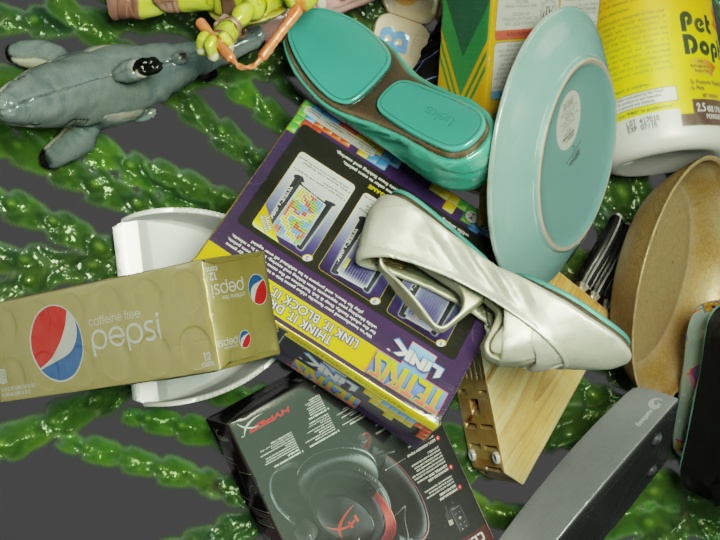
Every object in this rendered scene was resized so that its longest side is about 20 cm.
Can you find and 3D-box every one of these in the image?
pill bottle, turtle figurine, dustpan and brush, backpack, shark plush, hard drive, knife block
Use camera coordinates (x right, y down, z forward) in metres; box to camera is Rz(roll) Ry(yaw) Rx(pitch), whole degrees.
[{"bbox_3d":[0.233,-0.185,0.950,0.108,0.109,0.203,-4,82,-20],"label":"pill bottle"},{"bbox_3d":[-0.088,-0.206,0.826,0.159,0.065,0.202,10,56,19],"label":"turtle figurine"},{"bbox_3d":[-0.071,0.017,0.857,0.197,0.057,0.142,-6,84,-25],"label":"dustpan and brush"},{"bbox_3d":[0.359,0.106,0.950,0.197,0.153,0.179,-2,105,-18],"label":"backpack"},{"bbox_3d":[-0.158,-0.127,0.824,0.197,0.083,0.092,-7,89,-20],"label":"shark plush"},{"bbox_3d":[0.168,0.185,0.904,0.042,0.135,0.200,36,72,27],"label":"hard drive"},{"bbox_3d":[0.158,0.051,0.936,0.173,0.064,0.203,-11,89,-19],"label":"knife block"}]

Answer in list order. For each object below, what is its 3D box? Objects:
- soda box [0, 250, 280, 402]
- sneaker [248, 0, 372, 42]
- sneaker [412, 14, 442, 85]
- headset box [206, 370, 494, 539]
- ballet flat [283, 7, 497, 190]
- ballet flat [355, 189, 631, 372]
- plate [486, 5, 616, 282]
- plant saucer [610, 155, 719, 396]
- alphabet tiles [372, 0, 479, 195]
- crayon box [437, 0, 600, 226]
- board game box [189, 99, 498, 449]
[{"bbox_3d":[-0.150,0.038,0.758,0.064,0.198,0.069,-10,90,-57],"label":"soda box"},{"bbox_3d":[-0.007,-0.233,0.872,0.198,0.105,0.076,-22,93,-14],"label":"sneaker"},{"bbox_3d":[0.084,-0.186,0.909,0.199,0.070,0.078,-39,104,-27],"label":"sneaker"},{"bbox_3d":[-0.002,0.166,0.866,0.147,0.075,0.202,-27,96,-19],"label":"headset box"},{"bbox_3d":[0.018,-0.113,0.826,0.067,0.071,0.199,-42,56,-14],"label":"ballet flat"},{"bbox_3d":[0.081,0.024,0.778,0.199,0.070,0.070,33,76,9],"label":"ballet flat"},{"bbox_3d":[0.145,-0.083,0.831,0.199,0.025,0.203,-29,126,-50],"label":"plate"},{"bbox_3d":[0.247,0.005,0.945,0.199,0.035,0.203,-27,124,-48],"label":"plant saucer"},{"bbox_3d":[0.099,-0.164,0.957,0.193,0.015,0.203,15,82,-18],"label":"alphabet tiles"},{"bbox_3d":[0.114,-0.144,0.854,0.125,0.051,0.203,-14,113,-42],"label":"crayon box"},{"bbox_3d":[0.000,0.000,0.828,0.199,0.057,0.166,33,62,0],"label":"board game box"}]
